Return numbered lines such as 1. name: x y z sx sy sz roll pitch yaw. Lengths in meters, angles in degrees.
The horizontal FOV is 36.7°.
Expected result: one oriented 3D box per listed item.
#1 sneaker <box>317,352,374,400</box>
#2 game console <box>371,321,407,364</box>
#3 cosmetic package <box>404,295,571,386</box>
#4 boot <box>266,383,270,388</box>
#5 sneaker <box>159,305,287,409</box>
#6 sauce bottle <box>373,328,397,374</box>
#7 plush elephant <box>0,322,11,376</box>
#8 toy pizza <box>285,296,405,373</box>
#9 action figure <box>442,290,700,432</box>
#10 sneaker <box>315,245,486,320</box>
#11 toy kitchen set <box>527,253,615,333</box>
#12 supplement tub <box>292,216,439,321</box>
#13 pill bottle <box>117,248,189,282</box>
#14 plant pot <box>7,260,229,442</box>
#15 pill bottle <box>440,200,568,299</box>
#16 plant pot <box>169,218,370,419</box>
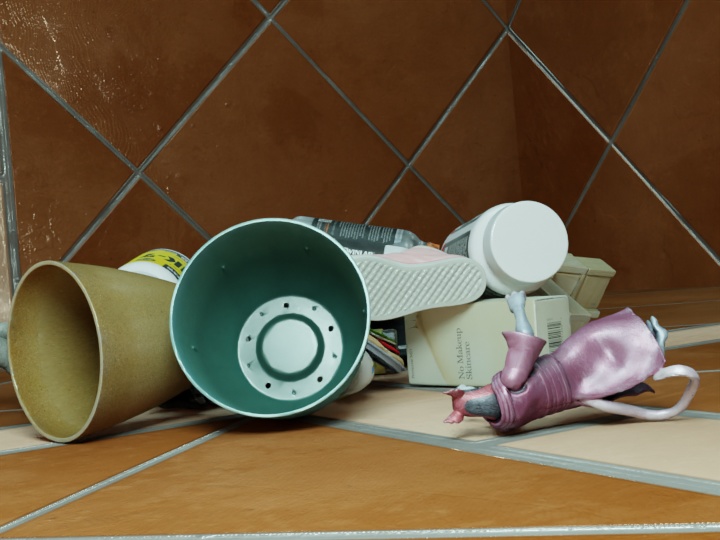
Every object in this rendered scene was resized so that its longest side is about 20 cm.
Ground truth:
1. sneaker: -0.020 0.113 1.317 0.105 0.076 0.200 -4 -1 -33
2. game console: 0.050 0.135 1.725 0.199 0.117 0.176 -6 30 -22
3. cosmetic package: 0.150 0.085 1.297 0.200 0.104 0.073 -6 -1 44
4. boot: -0.116 0.066 1.477 0.181 0.073 0.200 -4 42 -38
5. sneaker: -0.170 0.117 1.313 0.200 0.078 0.140 -28 17 13
6. sauce bottle: -0.045 0.120 1.535 0.199 0.065 0.065 -4 0 5
7. plush elephant: -0.403 0.096 1.477 0.165 0.155 0.200 38 0 20
8. toy pizza: -0.026 0.062 1.326 0.200 0.032 0.200 31 -7 4
9. action figure: 0.163 0.106 0.942 0.200 0.134 0.149 -18 47 -19
10. sneaker: 0.040 0.013 1.284 0.200 0.076 0.105 -3 8 -12
11. toy kitchen set: 0.281 0.087 1.515 0.200 0.164 0.180 4 27 -33
12. supplement tub: 0.000 0.000 1.428 0.199 0.123 0.123 7 1 5
13. pill bottle: -0.285 0.038 1.473 0.114 0.115 0.200 -5 9 2
14. plant pot: -0.250 0.077 1.185 0.186 0.187 0.200 -5 0 43
15. pill bottle: 0.176 -0.020 1.346 0.114 0.114 0.200 -5 -6 -12
16. plant pot: -0.084 0.064 1.141 0.200 0.201 0.161 -5 -15 3
